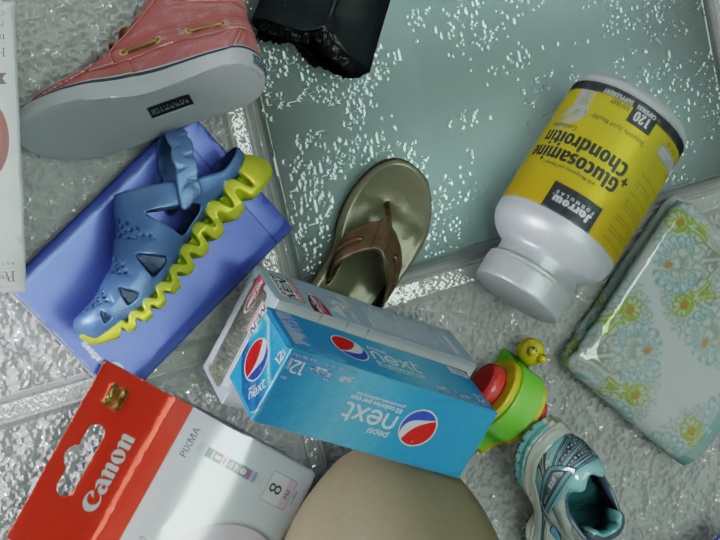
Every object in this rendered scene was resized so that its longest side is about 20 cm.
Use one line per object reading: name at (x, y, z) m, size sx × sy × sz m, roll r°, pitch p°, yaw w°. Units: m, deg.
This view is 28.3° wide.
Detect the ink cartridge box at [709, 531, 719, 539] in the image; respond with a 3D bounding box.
ink cartridge box at (0.317, 0.369, 1.360) m, size 0.199 × 0.041 × 0.201 m, roll -32°, pitch 104°, yaw -17°

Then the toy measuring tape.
toy measuring tape at (0.109, 0.147, 1.246) m, size 0.073 × 0.074 × 0.201 m, roll 35°, pitch 80°, yaw -20°

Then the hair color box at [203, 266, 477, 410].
hair color box at (-0.015, 0.077, 1.164) m, size 0.199 × 0.061 × 0.099 m, roll 19°, pitch 108°, yaw -32°

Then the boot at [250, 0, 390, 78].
boot at (0.021, -0.235, 1.181) m, size 0.199 × 0.076 × 0.169 m, roll 18°, pitch 83°, yaw -15°

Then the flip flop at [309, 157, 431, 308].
flip flop at (0.000, 0.000, 1.198) m, size 0.081 × 0.058 × 0.201 m, roll 35°, pitch 83°, yaw -16°

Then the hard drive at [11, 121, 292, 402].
hard drive at (-0.167, -0.012, 1.148) m, size 0.200 × 0.025 × 0.132 m, roll -46°, pitch 108°, yaw -13°

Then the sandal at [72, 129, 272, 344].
sandal at (-0.159, -0.031, 1.100) m, size 0.087 × 0.079 × 0.200 m, roll 42°, pitch 69°, yaw -16°

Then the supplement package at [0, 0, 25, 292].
supplement package at (-0.343, -0.083, 1.007) m, size 0.190 × 0.147 × 0.201 m, roll -4°, pitch 94°, yaw -22°

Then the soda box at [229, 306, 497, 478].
soda box at (0.004, 0.096, 1.107) m, size 0.199 × 0.064 × 0.068 m, roll 20°, pitch 109°, yaw -31°

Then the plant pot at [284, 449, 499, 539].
plant pot at (0.025, 0.221, 1.170) m, size 0.199 × 0.200 × 0.135 m, roll 14°, pitch 54°, yaw -22°

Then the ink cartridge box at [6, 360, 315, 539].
ink cartridge box at (-0.153, 0.189, 1.141) m, size 0.200 × 0.057 × 0.163 m, roll 34°, pitch 81°, yaw -34°

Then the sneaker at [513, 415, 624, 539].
sneaker at (0.191, 0.224, 1.253) m, size 0.077 × 0.086 × 0.201 m, roll -37°, pitch 130°, yaw -18°

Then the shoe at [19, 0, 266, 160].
shoe at (-0.175, -0.156, 1.117) m, size 0.199 × 0.072 × 0.091 m, roll -16°, pitch 56°, yaw 2°

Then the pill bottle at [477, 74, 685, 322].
pill bottle at (0.186, -0.060, 1.233) m, size 0.112 × 0.112 × 0.201 m, roll 36°, pitch 79°, yaw -20°

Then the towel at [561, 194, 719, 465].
towel at (0.298, 0.055, 1.331) m, size 0.171 × 0.048 × 0.200 m, roll 38°, pitch 79°, yaw -17°
